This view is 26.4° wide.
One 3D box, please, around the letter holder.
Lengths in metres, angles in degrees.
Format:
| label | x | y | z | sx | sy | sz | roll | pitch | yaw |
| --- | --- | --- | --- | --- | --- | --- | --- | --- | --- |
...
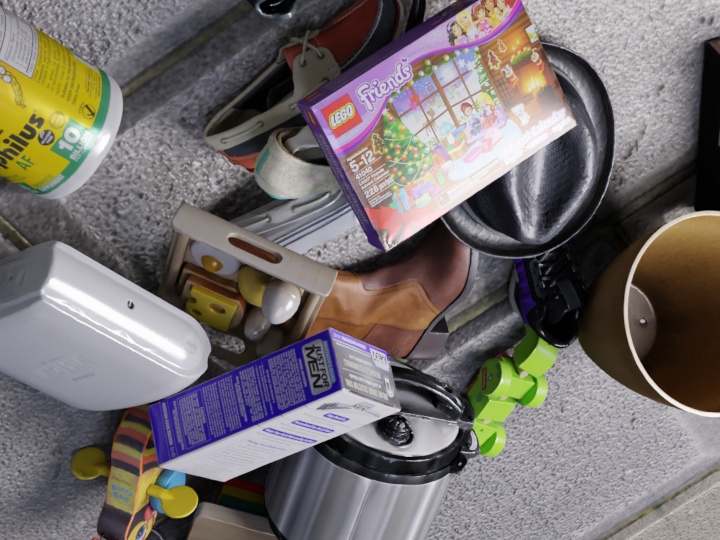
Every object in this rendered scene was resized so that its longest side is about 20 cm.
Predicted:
| label | x | y | z | sx | sy | sz | roll | pitch | yaw |
| --- | --- | --- | --- | --- | --- | --- | --- | --- | --- |
| letter holder | 0.409 | -0.126 | 1.461 | 0.141 | 0.101 | 0.201 | -16 | 132 | -11 |

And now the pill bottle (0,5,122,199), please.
| label | x | y | z | sx | sy | sz | roll | pitch | yaw |
| --- | --- | --- | --- | --- | --- | --- | --- | --- | --- |
| pill bottle | -0.289 | -0.145 | 1.162 | 0.113 | 0.113 | 0.200 | -45 | 130 | 17 |

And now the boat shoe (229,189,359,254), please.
| label | x | y | z | sx | sy | sz | roll | pitch | yaw |
| --- | --- | --- | --- | --- | --- | --- | --- | --- | --- |
| boat shoe | -0.037 | -0.062 | 1.356 | 0.199 | 0.074 | 0.067 | -32 | 97 | 4 |

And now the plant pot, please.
| label | x | y | z | sx | sy | sz | roll | pitch | yaw |
| --- | --- | --- | --- | --- | --- | --- | --- | --- | --- |
| plant pot | 0.290 | 0.047 | 1.482 | 0.185 | 0.200 | 0.188 | 2 | 85 | -19 |

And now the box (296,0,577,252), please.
| label | x | y | z | sx | sy | sz | roll | pitch | yaw |
| --- | --- | --- | --- | --- | --- | --- | --- | --- | --- |
| box | 0.064 | -0.126 | 1.234 | 0.199 | 0.039 | 0.137 | -34 | 112 | -13 |

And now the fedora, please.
| label | x | y | z | sx | sy | sz | roll | pitch | yaw |
| --- | --- | --- | --- | --- | --- | --- | --- | --- | --- |
| fedora | 0.151 | -0.097 | 1.349 | 0.199 | 0.092 | 0.202 | -3 | 108 | -9 |

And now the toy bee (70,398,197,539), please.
| label | x | y | z | sx | sy | sz | roll | pitch | yaw |
| --- | --- | --- | --- | --- | --- | --- | --- | --- | --- |
| toy bee | -0.216 | 0.226 | 1.484 | 0.130 | 0.109 | 0.201 | -2 | 114 | 29 |

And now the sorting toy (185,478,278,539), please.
| label | x | y | z | sx | sy | sz | roll | pitch | yaw |
| --- | --- | --- | --- | --- | --- | --- | --- | --- | --- |
| sorting toy | -0.090 | 0.307 | 1.606 | 0.199 | 0.070 | 0.199 | 16 | 135 | -7 |

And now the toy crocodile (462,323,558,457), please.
| label | x | y | z | sx | sy | sz | roll | pitch | yaw |
| --- | --- | --- | --- | --- | --- | --- | --- | --- | --- |
| toy crocodile | 0.134 | 0.137 | 1.602 | 0.067 | 0.062 | 0.200 | 16 | 125 | -32 |

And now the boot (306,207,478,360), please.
| label | x | y | z | sx | sy | sz | roll | pitch | yaw |
| --- | --- | --- | --- | --- | --- | --- | --- | --- | --- |
| boot | 0.000 | 0.000 | 1.446 | 0.199 | 0.069 | 0.189 | 8 | 132 | -17 |

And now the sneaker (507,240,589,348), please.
| label | x | y | z | sx | sy | sz | roll | pitch | yaw |
| --- | --- | --- | --- | --- | --- | --- | --- | --- | --- |
| sneaker | 0.184 | -0.006 | 1.468 | 0.069 | 0.100 | 0.201 | -20 | 133 | -7 |

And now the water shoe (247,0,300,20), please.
| label | x | y | z | sx | sy | sz | roll | pitch | yaw |
| --- | --- | --- | --- | --- | --- | --- | --- | --- | --- |
| water shoe | -0.010 | -0.272 | 1.189 | 0.200 | 0.079 | 0.071 | -43 | 130 | 15 |

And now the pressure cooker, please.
| label | x | y | z | sx | sy | sz | roll | pitch | yaw |
| --- | --- | --- | --- | --- | --- | --- | --- | --- | --- |
| pressure cooker | 0.010 | 0.177 | 1.493 | 0.175 | 0.178 | 0.201 | -22 | 139 | -48 |

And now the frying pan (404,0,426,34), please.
| label | x | y | z | sx | sy | sz | roll | pitch | yaw |
| --- | --- | --- | --- | --- | --- | --- | --- | --- | --- |
| frying pan | 0.059 | -0.269 | 1.227 | 0.115 | 0.031 | 0.191 | -51 | 159 | -36 |

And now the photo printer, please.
| label | x | y | z | sx | sy | sz | roll | pitch | yaw |
| --- | --- | --- | --- | --- | --- | --- | --- | --- | --- |
| photo printer | -0.243 | 0.058 | 1.337 | 0.166 | 0.070 | 0.200 | -17 | 143 | 38 |

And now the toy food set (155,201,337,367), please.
| label | x | y | z | sx | sy | sz | roll | pitch | yaw |
| --- | --- | --- | --- | --- | --- | --- | --- | --- | --- |
| toy food set | -0.110 | 0.028 | 1.331 | 0.143 | 0.061 | 0.200 | 24 | 150 | -3 |

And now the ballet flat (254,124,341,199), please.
| label | x | y | z | sx | sy | sz | roll | pitch | yaw |
| --- | --- | --- | --- | --- | --- | --- | --- | --- | --- |
| ballet flat | 0.006 | -0.104 | 1.269 | 0.199 | 0.068 | 0.063 | -18 | 148 | -30 |

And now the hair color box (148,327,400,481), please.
| label | x | y | z | sx | sy | sz | roll | pitch | yaw |
| --- | --- | --- | --- | --- | --- | --- | --- | --- | --- |
| hair color box | -0.077 | 0.124 | 1.374 | 0.199 | 0.065 | 0.109 | -22 | 156 | 22 |

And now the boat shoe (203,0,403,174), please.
| label | x | y | z | sx | sy | sz | roll | pitch | yaw |
| --- | --- | --- | --- | --- | --- | --- | --- | --- | --- |
| boat shoe | -0.047 | -0.161 | 1.277 | 0.062 | 0.071 | 0.200 | 32 | 115 | -35 |
